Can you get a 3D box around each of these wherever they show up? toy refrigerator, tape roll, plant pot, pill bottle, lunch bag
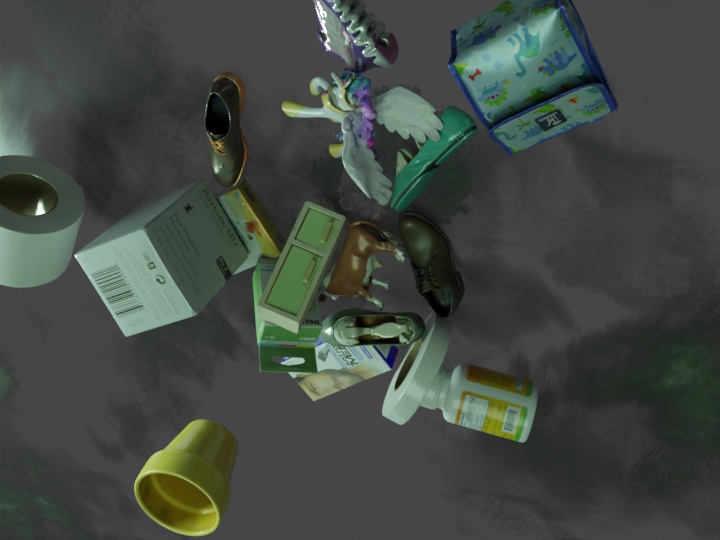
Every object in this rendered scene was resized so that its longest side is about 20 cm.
[{"bbox_3d":[-0.096,-0.008,1.297,0.075,0.202,0.070,23,159,2],"label":"toy refrigerator"},{"bbox_3d":[0.098,0.170,1.359,0.037,0.203,0.204,28,128,-2],"label":"tape roll"},{"bbox_3d":[-0.359,0.436,1.709,0.198,0.190,0.203,9,126,13],"label":"plant pot"},{"bbox_3d":[-0.613,-0.089,1.418,0.201,0.203,0.140,30,127,-4],"label":"tape roll"},{"bbox_3d":[0.213,0.231,1.420,0.198,0.111,0.112,14,127,9],"label":"pill bottle"},{"bbox_3d":[0.235,-0.262,1.067,0.169,0.128,0.200,-21,128,27],"label":"lunch bag"}]

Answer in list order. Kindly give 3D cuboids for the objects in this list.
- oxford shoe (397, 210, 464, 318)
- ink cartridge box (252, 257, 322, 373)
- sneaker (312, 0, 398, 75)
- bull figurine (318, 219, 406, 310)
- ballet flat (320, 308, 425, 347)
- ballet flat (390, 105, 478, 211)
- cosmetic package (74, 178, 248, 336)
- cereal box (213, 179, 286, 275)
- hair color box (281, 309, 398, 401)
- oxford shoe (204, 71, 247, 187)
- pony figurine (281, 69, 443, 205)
[{"bbox_3d":[0.117,-0.008,1.304,0.072,0.085,0.201,-17,115,30],"label":"oxford shoe"},{"bbox_3d":[-0.126,0.075,1.353,0.103,0.202,0.060,5,139,-18],"label":"ink cartridge box"},{"bbox_3d":[-0.035,-0.359,1.116,0.088,0.081,0.201,-22,116,38],"label":"sneaker"},{"bbox_3d":[0.000,0.000,1.361,0.120,0.065,0.201,20,133,-4],"label":"bull figurine"},{"bbox_3d":[0.012,0.100,1.360,0.198,0.064,0.068,-4,93,19],"label":"ballet flat"},{"bbox_3d":[0.099,-0.178,1.212,0.071,0.067,0.200,52,127,10],"label":"ballet flat"},{"bbox_3d":[-0.326,-0.024,1.319,0.164,0.200,0.166,-16,113,29],"label":"cosmetic package"},{"bbox_3d":[-0.248,-0.063,1.415,0.198,0.040,0.145,-21,113,30],"label":"cereal box"},{"bbox_3d":[-0.041,0.164,1.490,0.199,0.065,0.110,-26,113,33],"label":"hair color box"},{"bbox_3d":[-0.229,-0.217,1.279,0.070,0.073,0.202,11,127,10],"label":"oxford shoe"},{"bbox_3d":[-0.005,-0.211,1.143,0.193,0.167,0.199,40,167,-24],"label":"pony figurine"}]
